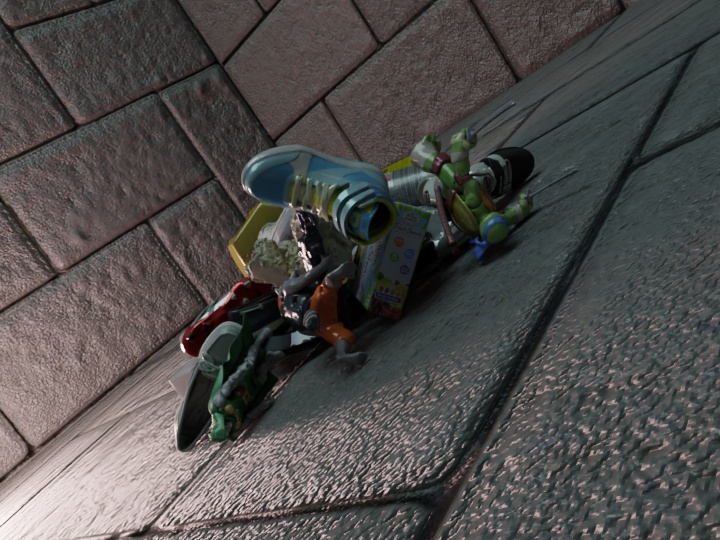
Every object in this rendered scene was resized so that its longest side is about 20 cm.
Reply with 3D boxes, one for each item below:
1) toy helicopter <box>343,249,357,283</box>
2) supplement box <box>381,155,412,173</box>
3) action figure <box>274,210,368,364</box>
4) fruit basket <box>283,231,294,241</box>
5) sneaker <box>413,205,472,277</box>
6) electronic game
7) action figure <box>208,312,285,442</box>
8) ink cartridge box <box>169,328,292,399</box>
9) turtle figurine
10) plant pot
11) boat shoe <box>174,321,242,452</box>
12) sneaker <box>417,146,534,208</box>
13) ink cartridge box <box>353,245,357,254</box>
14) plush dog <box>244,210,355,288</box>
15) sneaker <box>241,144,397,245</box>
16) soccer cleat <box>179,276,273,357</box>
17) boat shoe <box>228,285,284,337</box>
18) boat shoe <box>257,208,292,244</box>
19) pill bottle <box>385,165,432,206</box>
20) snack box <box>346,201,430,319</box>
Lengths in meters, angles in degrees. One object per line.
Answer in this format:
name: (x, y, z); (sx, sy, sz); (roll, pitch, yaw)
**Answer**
toy helicopter: (0.000, 0.000, 1.209); (0.201, 0.079, 0.131); (-51, 22, -18)
supplement box: (0.081, -0.145, 1.307); (0.196, 0.110, 0.110); (-23, 19, 16)
action figure: (-0.066, 0.024, 0.859); (0.103, 0.204, 0.192); (-24, 12, -24)
fruit basket: (-0.104, -0.006, 1.240); (0.186, 0.093, 0.200); (-50, -22, -7)
sneaker: (0.086, -0.039, 1.010); (0.115, 0.076, 0.199); (-42, 11, -18)
electronic game: (-0.072, 0.078, 1.068); (0.196, 0.042, 0.200); (-25, 15, 7)
action figure: (-0.157, 0.159, 0.902); (0.054, 0.120, 0.201); (-18, 24, 23)
ink cartridge box: (-0.208, 0.146, 1.148); (0.146, 0.087, 0.200); (-27, 11, 36)
turtle figurine: (0.163, -0.128, 0.869); (0.141, 0.205, 0.194); (3, 24, -29)
plant pot: (-0.183, -0.043, 1.485); (0.196, 0.198, 0.195); (-56, 13, -10)
boat shoe: (-0.221, 0.172, 0.986); (0.205, 0.073, 0.065); (-59, 16, 13)
sneaker: (0.193, -0.135, 1.036); (0.196, 0.076, 0.088); (-21, 18, -9)
ink cartridge box: (-0.009, -0.034, 1.450); (0.099, 0.040, 0.199); (-42, 9, -31)
plush dog: (-0.054, -0.039, 1.013); (0.199, 0.160, 0.173); (-38, 13, 36)
sneaker: (-0.043, -0.089, 0.814); (0.195, 0.081, 0.131); (2, 32, -18)
soccer cleat: (-0.219, 0.068, 1.114); (0.199, 0.069, 0.085); (-41, 20, -21)
boat shoe: (-0.123, 0.041, 1.072); (0.198, 0.063, 0.074); (-32, 16, -23)
boat shoe: (-0.164, -0.055, 1.259); (0.070, 0.069, 0.203); (-26, -32, -52)
pill bottle: (0.061, -0.112, 1.155); (0.195, 0.119, 0.116); (-13, 14, 12)
snack box: (0.033, -0.024, 0.943); (0.200, 0.052, 0.146); (-141, 65, -78)
